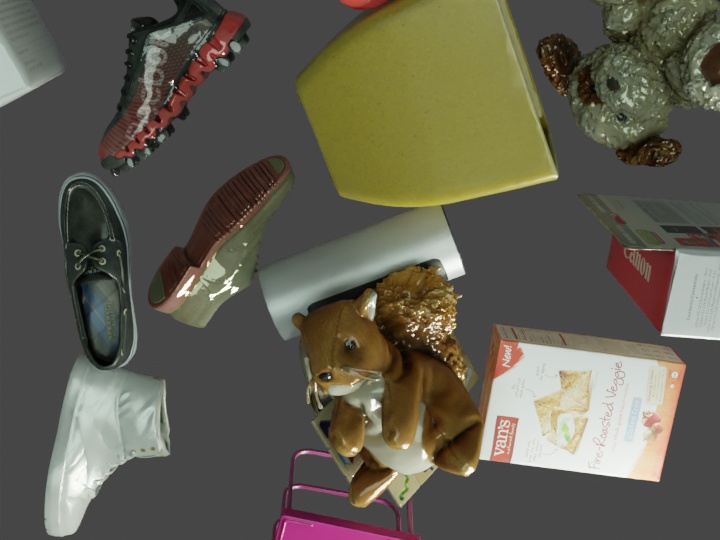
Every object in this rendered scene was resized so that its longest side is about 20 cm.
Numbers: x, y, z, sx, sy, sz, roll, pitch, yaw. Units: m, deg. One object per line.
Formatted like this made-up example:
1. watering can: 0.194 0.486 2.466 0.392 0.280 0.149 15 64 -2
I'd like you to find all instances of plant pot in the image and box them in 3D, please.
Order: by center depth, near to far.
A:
1. plant pot: 0.055 -0.163 1.047 0.198 0.196 0.196 -19 106 12

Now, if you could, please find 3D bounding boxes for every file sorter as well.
1. file sorter: -0.029 0.306 1.192 0.138 0.126 0.201 12 117 -5

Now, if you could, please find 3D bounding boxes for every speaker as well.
1. speaker: 0.000 0.000 1.145 0.198 0.081 0.082 -20 106 4

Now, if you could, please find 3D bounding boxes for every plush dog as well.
1. plush dog: 0.268 -0.196 1.084 0.200 0.160 0.172 49 116 15

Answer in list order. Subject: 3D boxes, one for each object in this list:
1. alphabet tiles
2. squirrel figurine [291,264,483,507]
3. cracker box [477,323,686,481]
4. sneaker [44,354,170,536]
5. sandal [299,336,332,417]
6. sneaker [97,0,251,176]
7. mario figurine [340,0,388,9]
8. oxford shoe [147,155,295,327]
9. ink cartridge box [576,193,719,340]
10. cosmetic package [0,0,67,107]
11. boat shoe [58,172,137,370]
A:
1. alphabet tiles: 0.040 0.130 1.154 0.200 0.006 0.167 -41 108 -33
2. squirrel figurine: 0.020 0.085 1.063 0.141 0.201 0.187 -19 122 38
3. cracker box: 0.227 0.139 1.201 0.198 0.058 0.135 7 105 -3
4. sneaker: -0.260 0.197 1.197 0.115 0.074 0.202 14 104 -2
5. sandal: -0.013 0.140 1.174 0.080 0.054 0.201 -18 128 2
6. sneaker: -0.197 -0.185 1.091 0.098 0.071 0.201 39 99 -12
7. mario figurine: 0.010 -0.296 0.996 0.123 0.200 0.106 -32 105 7
8. oxford shoe: -0.127 -0.029 1.150 0.200 0.071 0.074 -47 127 10
9. ink cartridge box: 0.304 -0.007 1.087 0.174 0.200 0.085 5 107 -3
10. cosmetic package: -0.395 -0.225 1.024 0.164 0.165 0.201 -25 106 5
11. boat shoe: -0.261 0.002 1.140 0.068 0.057 0.202 -10 97 0
